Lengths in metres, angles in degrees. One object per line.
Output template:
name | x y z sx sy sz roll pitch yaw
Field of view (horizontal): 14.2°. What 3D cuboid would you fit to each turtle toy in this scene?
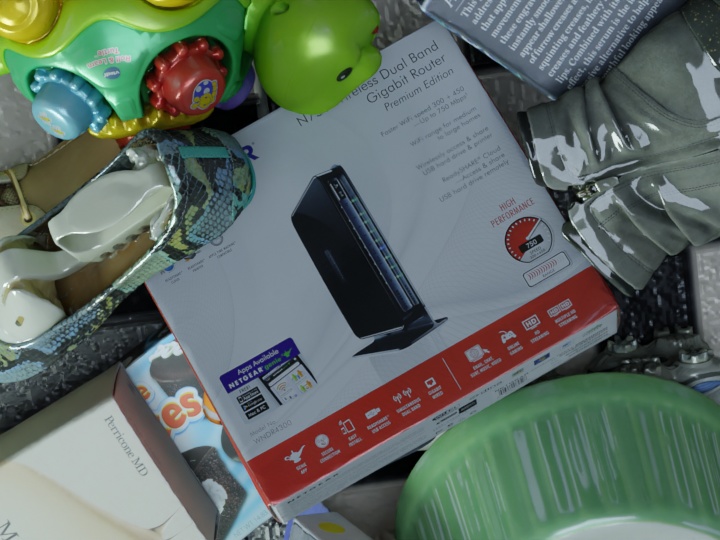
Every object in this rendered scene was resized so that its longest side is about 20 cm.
turtle toy | -0.089 -0.115 1.435 0.200 0.146 0.101 -11 93 11

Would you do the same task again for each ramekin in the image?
ramekin | 0.123 0.159 1.530 0.200 0.098 0.200 -5 131 -6

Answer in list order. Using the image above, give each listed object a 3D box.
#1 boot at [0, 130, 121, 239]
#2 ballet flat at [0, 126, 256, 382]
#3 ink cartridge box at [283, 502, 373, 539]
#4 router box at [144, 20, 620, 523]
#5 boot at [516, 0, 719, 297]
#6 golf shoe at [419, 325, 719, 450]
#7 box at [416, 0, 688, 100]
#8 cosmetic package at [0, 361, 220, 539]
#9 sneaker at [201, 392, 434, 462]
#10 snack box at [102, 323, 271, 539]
boot | -0.213 -0.036 1.489 0.200 0.073 0.155 -40 132 11
ballet flat | -0.141 -0.011 1.421 0.200 0.074 0.074 -38 104 27
ink cartridge box | -0.024 0.238 1.530 0.047 0.200 0.198 6 105 -34
router box | 0.000 0.000 1.457 0.200 0.049 0.180 -30 74 -3
boot | 0.174 -0.028 1.402 0.131 0.068 0.200 -38 96 11
golf shoe | 0.102 0.093 1.568 0.200 0.078 0.097 -5 110 -1
box | 0.132 -0.132 1.476 0.200 0.148 0.107 34 99 -10
cosmetic package | -0.184 0.148 1.526 0.200 0.073 0.104 -32 101 7
sneaker | 0.017 0.027 1.515 0.112 0.078 0.200 34 80 11
snack box | -0.111 0.107 1.575 0.200 0.037 0.116 -38 101 6
